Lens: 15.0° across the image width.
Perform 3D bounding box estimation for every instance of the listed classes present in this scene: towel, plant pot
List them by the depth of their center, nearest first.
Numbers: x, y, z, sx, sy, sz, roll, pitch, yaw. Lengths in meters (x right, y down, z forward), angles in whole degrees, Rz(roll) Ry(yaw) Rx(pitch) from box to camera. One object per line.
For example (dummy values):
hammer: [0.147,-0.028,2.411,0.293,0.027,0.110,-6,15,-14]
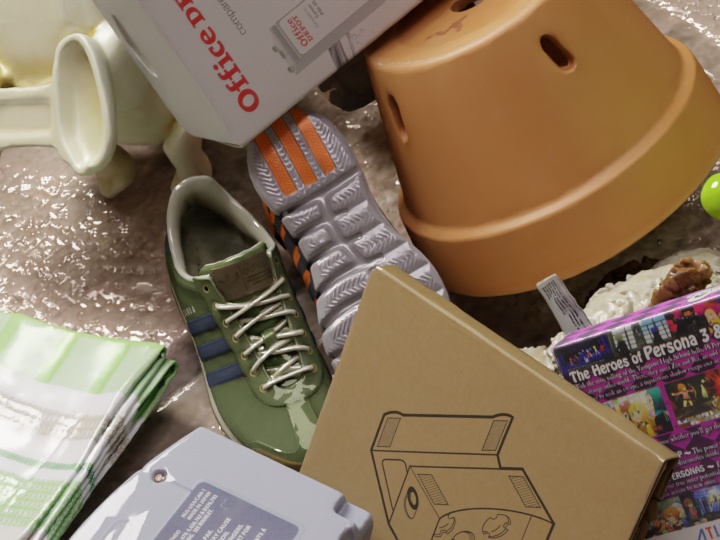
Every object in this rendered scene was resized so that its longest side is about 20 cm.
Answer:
towel: [-0.211,0.102,1.532,0.148,0.031,0.200,11,50,29]
plant pot: [0.094,-0.102,1.567,0.199,0.140,0.200,-25,26,13]

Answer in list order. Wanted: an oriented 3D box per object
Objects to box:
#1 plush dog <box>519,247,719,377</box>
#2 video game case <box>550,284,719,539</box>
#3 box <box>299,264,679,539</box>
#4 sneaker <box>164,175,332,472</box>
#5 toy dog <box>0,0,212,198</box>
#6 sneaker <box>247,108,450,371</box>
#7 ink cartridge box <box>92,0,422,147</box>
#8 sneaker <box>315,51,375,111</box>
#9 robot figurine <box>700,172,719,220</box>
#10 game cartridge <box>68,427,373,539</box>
plush dog: [0.185,0.040,1.503,0.199,0.161,0.172,22,29,21]
video game case: [0.218,0.090,1.381,0.199,0.182,0.036,-20,7,27]
box: [0.058,0.115,1.435,0.200,0.164,0.021,34,26,29]
sneaker: [-0.066,0.028,1.557,0.067,0.090,0.201,-21,51,-13]
toy dog: [-0.143,-0.134,1.655,0.139,0.199,0.195,-12,85,38]
sneaker: [0.000,0.000,1.586,0.077,0.112,0.201,-24,85,-1]
ink cartridge box: [-0.045,-0.185,1.537,0.200,0.147,0.083,-40,22,-13]
sneaker: [-0.031,-0.189,1.655,0.074,0.201,0.085,-29,35,-12]
robot figurine: [0.268,-0.052,1.430,0.174,0.116,0.201,0,60,25]
game cartridge: [-0.100,0.177,1.433,0.133,0.041,0.200,26,57,21]
